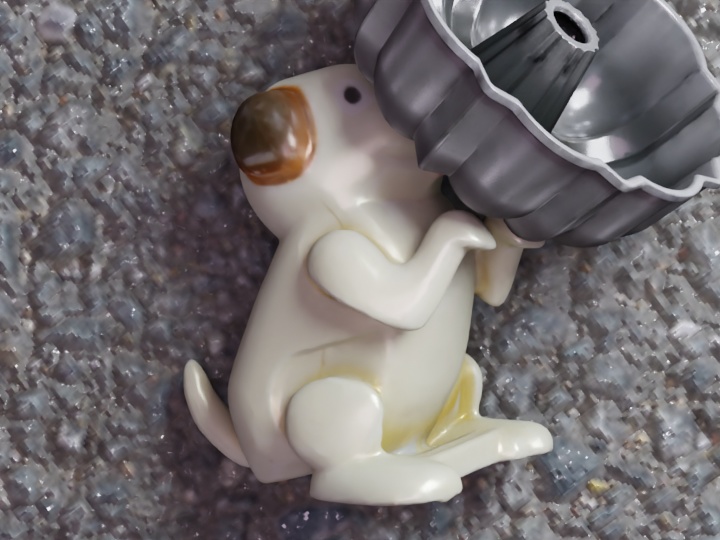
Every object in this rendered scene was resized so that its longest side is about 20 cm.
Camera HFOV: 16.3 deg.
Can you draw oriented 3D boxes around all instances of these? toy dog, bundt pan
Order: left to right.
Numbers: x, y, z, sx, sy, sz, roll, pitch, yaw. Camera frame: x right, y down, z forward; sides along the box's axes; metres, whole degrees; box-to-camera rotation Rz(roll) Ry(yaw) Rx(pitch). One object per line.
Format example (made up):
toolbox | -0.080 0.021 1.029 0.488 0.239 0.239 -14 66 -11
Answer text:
toy dog | 0.000 0.000 1.228 0.193 0.139 0.202 0 97 40
bundt pan | 0.077 -0.091 1.182 0.202 0.202 0.076 43 123 -1
